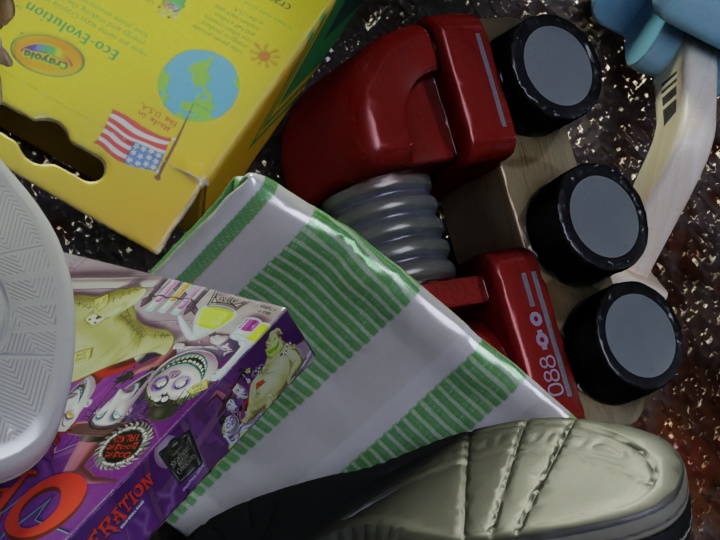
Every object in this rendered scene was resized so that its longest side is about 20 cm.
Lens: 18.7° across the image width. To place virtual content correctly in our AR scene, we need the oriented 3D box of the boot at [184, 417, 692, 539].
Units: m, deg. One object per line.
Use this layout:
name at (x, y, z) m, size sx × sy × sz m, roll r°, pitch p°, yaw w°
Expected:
boot at (0.044, 0.142, 0.794) m, size 0.154 × 0.203 × 0.074 m, roll 64°, pitch 27°, yaw -22°

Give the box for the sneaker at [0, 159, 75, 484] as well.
sneaker at (-0.153, 0.003, 0.760) m, size 0.073 × 0.112 × 0.200 m, roll -14°, pitch 62°, yaw -22°

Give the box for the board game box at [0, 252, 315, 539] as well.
board game box at (-0.122, 0.044, 0.762) m, size 0.120 × 0.200 × 0.032 m, roll -51°, pitch 128°, yaw -24°

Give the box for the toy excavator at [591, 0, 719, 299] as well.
toy excavator at (0.146, -0.099, 0.952) m, size 0.100 × 0.195 × 0.200 m, roll 25°, pitch 39°, yaw -15°

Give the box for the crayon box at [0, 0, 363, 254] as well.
crayon box at (-0.081, -0.103, 0.875) m, size 0.127 × 0.051 × 0.200 m, roll 30°, pitch 65°, yaw 7°

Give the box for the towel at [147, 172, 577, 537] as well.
towel at (-0.008, 0.070, 0.820) m, size 0.200 × 0.153 × 0.023 m, roll 41°, pitch 28°, yaw -8°

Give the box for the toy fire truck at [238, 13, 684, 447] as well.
toy fire truck at (0.000, 0.000, 0.874) m, size 0.200 × 0.129 × 0.177 m, roll -9°, pitch 79°, yaw -35°

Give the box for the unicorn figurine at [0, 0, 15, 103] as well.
unicorn figurine at (-0.180, -0.158, 0.776) m, size 0.074 × 0.137 × 0.201 m, roll -27°, pitch 126°, yaw -63°
